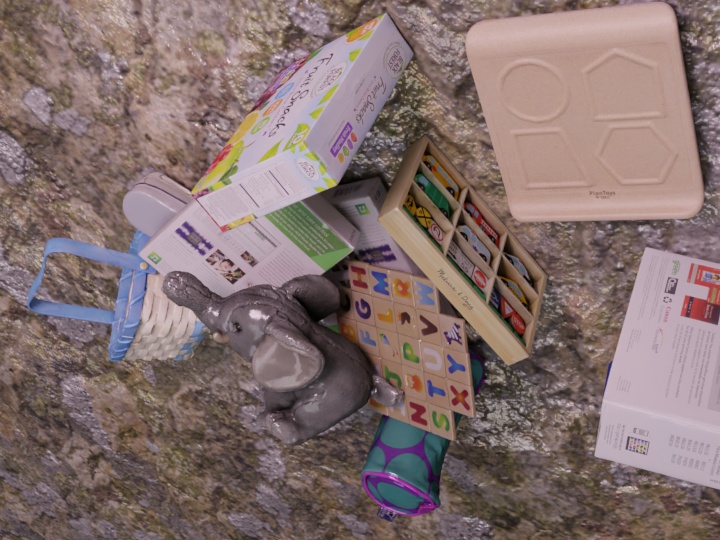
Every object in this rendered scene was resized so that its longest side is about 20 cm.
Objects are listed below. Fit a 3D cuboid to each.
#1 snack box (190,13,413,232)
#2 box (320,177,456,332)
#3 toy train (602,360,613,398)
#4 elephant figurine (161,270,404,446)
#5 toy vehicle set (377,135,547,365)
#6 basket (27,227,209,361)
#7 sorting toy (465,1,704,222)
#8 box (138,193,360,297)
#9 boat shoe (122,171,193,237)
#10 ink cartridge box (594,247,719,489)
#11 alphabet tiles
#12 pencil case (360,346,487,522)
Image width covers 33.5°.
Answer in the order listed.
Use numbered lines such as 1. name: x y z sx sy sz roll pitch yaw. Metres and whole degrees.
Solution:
1. snack box: -0.048 -0.131 1.055 0.141 0.201 0.053 -18 121 38
2. box: 0.000 0.000 1.272 0.143 0.036 0.201 -9 125 33
3. toy train: 0.356 0.137 1.205 0.198 0.085 0.116 -4 140 30
4. elephant figurine: -0.077 0.069 1.187 0.141 0.154 0.201 43 160 48
5. toy vehicle set: 0.102 -0.020 1.142 0.026 0.125 0.200 -29 115 34
6. basket: -0.266 0.025 1.345 0.198 0.141 0.176 9 155 -21
7. sorting toy: 0.200 -0.136 1.053 0.183 0.037 0.201 0 126 27
8. box: -0.115 -0.027 1.223 0.144 0.036 0.200 43 128 -15
9. boat shoe: -0.159 -0.040 1.297 0.199 0.070 0.071 31 130 0
10. ink cartridge box: 0.320 0.091 1.082 0.174 0.201 0.084 13 137 16
11. alphabet tiles: 0.040 0.078 1.201 0.199 0.006 0.168 14 118 49
12. pencil case: 0.070 0.168 1.285 0.092 0.201 0.085 33 141 -8
